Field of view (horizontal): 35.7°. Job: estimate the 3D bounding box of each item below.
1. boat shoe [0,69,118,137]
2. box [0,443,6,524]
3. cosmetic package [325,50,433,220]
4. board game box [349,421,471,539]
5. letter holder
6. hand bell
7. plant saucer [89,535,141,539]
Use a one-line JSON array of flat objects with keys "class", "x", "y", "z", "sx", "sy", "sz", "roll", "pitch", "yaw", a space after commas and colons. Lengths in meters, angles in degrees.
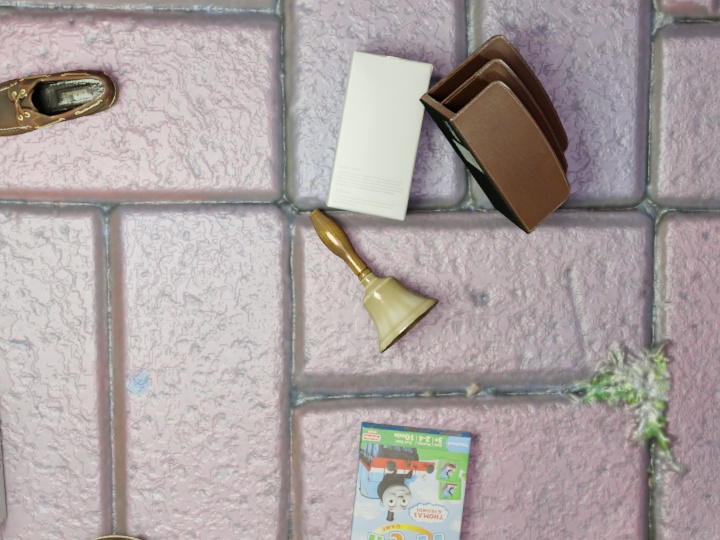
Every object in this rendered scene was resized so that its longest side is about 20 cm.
[{"class": "boat shoe", "x": -0.412, "y": -0.218, "z": 1.434, "sx": 0.198, "sy": 0.070, "sz": 0.071, "roll": -15, "pitch": 97, "yaw": 0}, {"class": "box", "x": -0.574, "y": 0.256, "z": 1.419, "sx": 0.197, "sy": 0.171, "sz": 0.202, "roll": -4, "pitch": 95, "yaw": -3}, {"class": "cosmetic package", "x": 0.022, "y": -0.173, "z": 1.446, "sx": 0.106, "sy": 0.085, "sz": 0.202, "roll": 11, "pitch": 94, "yaw": -4}, {"class": "board game box", "x": 0.065, "y": 0.314, "z": 1.517, "sx": 0.149, "sy": 0.037, "sz": 0.203, "roll": 5, "pitch": 96, "yaw": -3}, {"class": "letter holder", "x": 0.195, "y": -0.176, "z": 1.409, "sx": 0.142, "sy": 0.101, "sz": 0.200, "roll": -40, "pitch": 121, "yaw": -1}, {"class": "hand bell", "x": 0.000, "y": 0.000, "z": 1.472, "sx": 0.104, "sy": 0.104, "sz": 0.200, "roll": -42, "pitch": 84, "yaw": 2}, {"class": "plant saucer", "x": -0.329, "y": 0.452, "z": 1.514, "sx": 0.198, "sy": 0.037, "sz": 0.203, "roll": 0, "pitch": 95, "yaw": -3}]
